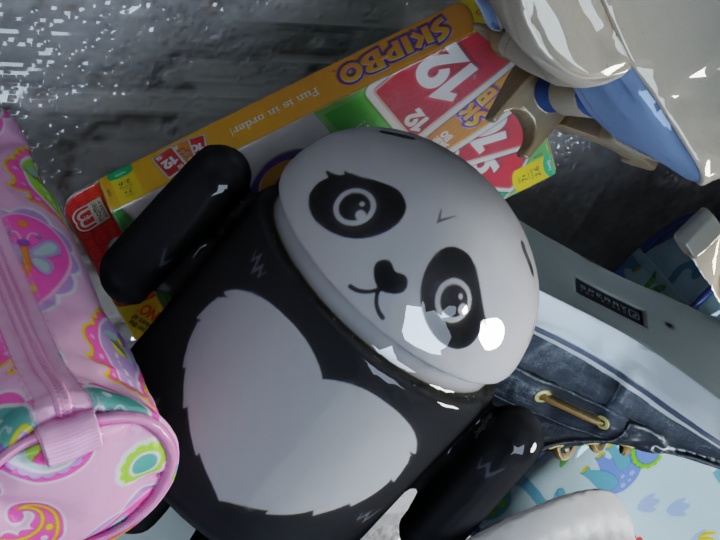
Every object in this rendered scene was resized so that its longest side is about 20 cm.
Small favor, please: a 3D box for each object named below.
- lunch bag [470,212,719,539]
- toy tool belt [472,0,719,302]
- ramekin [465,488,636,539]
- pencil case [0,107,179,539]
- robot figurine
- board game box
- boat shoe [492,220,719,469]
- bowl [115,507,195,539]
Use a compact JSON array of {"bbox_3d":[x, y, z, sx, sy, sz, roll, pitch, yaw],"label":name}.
[{"bbox_3d":[0.148,0.086,0.900,0.200,0.083,0.161,-44,120,7],"label":"lunch bag"},{"bbox_3d":[0.106,-0.089,0.688,0.125,0.123,0.200,-43,117,-6],"label":"toy tool belt"},{"bbox_3d":[0.057,0.192,0.777,0.199,0.098,0.201,-30,156,-15],"label":"ramekin"},{"bbox_3d":[-0.140,0.016,0.690,0.087,0.201,0.088,-18,139,-16],"label":"pencil case"},{"bbox_3d":[-0.018,0.038,0.715,0.150,0.125,0.200,24,117,-39],"label":"robot figurine"},{"bbox_3d":[-0.018,-0.036,0.759,0.199,0.030,0.096,-25,136,-2],"label":"board game box"},{"bbox_3d":[0.105,0.055,0.803,0.199,0.071,0.091,30,119,-8],"label":"boat shoe"},{"bbox_3d":[-0.088,0.170,0.906,0.199,0.091,0.203,3,116,6],"label":"bowl"}]
